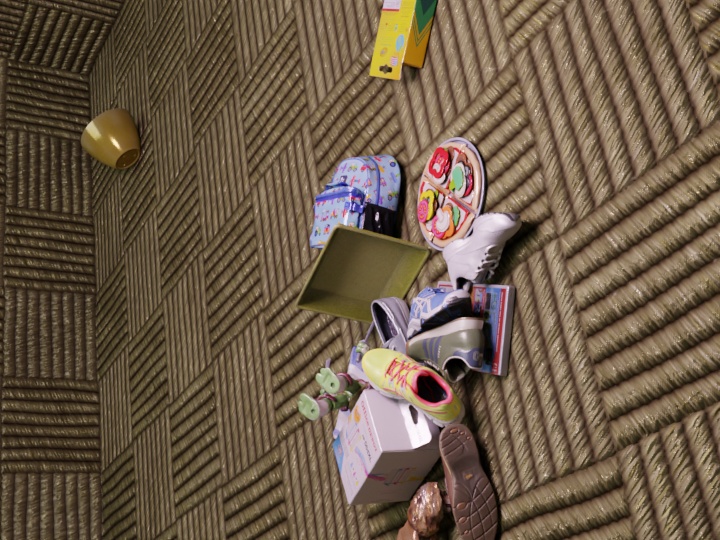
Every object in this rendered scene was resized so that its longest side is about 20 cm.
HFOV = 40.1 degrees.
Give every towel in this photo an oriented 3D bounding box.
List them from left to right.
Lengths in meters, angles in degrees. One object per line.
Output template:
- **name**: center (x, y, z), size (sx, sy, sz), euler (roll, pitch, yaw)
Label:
- **towel**: center (0.003, 0.262, 1.933), size (0.147, 0.024, 0.203), euler (30, 109, 57)

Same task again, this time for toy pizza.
- **toy pizza**: center (0.151, -0.137, 1.753), size (0.199, 0.031, 0.203), euler (-19, 67, 57)

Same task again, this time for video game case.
- **video game case**: center (0.185, 0.094, 1.662), size (0.199, 0.017, 0.145), euler (3, 87, 60)

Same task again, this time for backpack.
- **backpack**: center (-0.005, -0.133, 1.924), size (0.182, 0.133, 0.203), euler (5, 85, 59)

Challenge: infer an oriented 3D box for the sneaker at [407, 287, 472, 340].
- **sneaker**: center (0.125, 0.061, 1.659), size (0.200, 0.075, 0.078), euler (141, 130, -62)

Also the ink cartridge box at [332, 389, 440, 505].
- **ink cartridge box**: center (0.050, 0.299, 1.721), size (0.201, 0.123, 0.130), euler (115, 146, -42)

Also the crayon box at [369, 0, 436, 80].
- **crayon box**: center (0.084, -0.470, 1.918), size (0.127, 0.050, 0.203), euler (28, 108, 58)

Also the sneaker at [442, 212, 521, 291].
- **sneaker**: center (0.204, -0.030, 1.605), size (0.200, 0.073, 0.088), euler (131, 139, -56)

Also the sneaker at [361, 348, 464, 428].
- **sneaker**: center (0.086, 0.180, 1.637), size (0.198, 0.091, 0.079), euler (27, 71, 22)

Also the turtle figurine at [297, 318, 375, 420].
- **turtle figurine**: center (-0.040, 0.194, 1.803), size (0.142, 0.193, 0.203), euler (-18, 81, 30)

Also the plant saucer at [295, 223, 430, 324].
- **plant saucer**: center (0.000, 0.000, 1.827), size (0.201, 0.197, 0.048), euler (-61, 28, 32)

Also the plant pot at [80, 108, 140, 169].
- **plant pot**: center (-0.828, -0.429, 3.363), size (0.142, 0.199, 0.201), euler (49, 131, 17)

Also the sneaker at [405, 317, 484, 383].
- **sneaker**: center (0.140, 0.145, 1.645), size (0.200, 0.066, 0.091), euler (-32, 59, 54)

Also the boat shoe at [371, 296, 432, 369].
- **boat shoe**: center (0.068, 0.139, 1.793), size (0.070, 0.071, 0.203), euler (-51, 49, 42)

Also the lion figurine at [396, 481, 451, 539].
- **lion figurine**: center (0.095, 0.455, 1.693), size (0.201, 0.071, 0.124), euler (124, 148, -45)

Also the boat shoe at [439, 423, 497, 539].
- **boat shoe**: center (0.174, 0.350, 1.593), size (0.068, 0.071, 0.203), euler (84, 173, -73)
